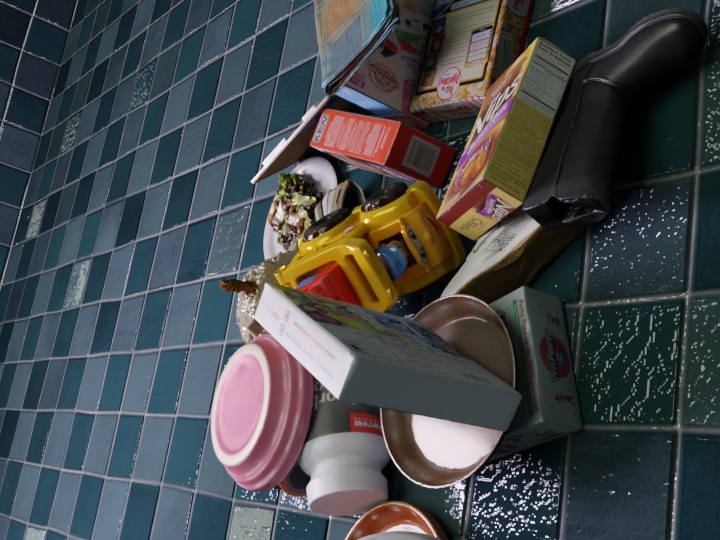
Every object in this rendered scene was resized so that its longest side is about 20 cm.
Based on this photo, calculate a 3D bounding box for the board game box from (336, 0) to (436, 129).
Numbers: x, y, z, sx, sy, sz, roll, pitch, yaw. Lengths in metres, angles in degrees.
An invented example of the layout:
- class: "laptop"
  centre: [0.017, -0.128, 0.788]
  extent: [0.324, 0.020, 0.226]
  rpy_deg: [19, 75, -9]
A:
- class: "board game box"
  centre: [0.046, -0.310, 1.220]
  extent: [0.040, 0.153, 0.201]
  rpy_deg: [-1, 73, 55]

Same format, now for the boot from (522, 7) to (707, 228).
- class: "boot"
  centre: [0.250, -0.145, 0.886]
  extent: [0.165, 0.066, 0.200]
  rpy_deg: [-27, 32, 59]

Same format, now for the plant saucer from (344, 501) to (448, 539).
- class: "plant saucer"
  centre: [0.039, 0.361, 1.006]
  extent: [0.200, 0.032, 0.201]
  rpy_deg: [-27, 54, 45]

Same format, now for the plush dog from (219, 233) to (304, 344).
- class: "plush dog"
  centre: [-0.131, 0.059, 1.300]
  extent: [0.172, 0.160, 0.201]
  rpy_deg: [122, 145, -59]

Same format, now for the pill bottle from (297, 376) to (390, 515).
- class: "pill bottle"
  centre: [-0.023, 0.187, 1.102]
  extent: [0.116, 0.116, 0.200]
  rpy_deg: [-37, 47, 39]

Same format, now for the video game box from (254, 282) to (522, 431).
- class: "video game box"
  centre: [0.022, 0.080, 0.854]
  extent: [0.182, 0.200, 0.047]
  rpy_deg: [38, 108, 54]

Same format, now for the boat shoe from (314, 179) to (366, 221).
- class: "boat shoe"
  centre: [-0.012, -0.049, 1.240]
  extent: [0.068, 0.075, 0.200]
  rpy_deg: [-51, 41, 27]

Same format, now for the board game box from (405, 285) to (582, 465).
- class: "board game box"
  centre: [0.131, 0.125, 0.967]
  extent: [0.200, 0.064, 0.148]
  rpy_deg: [-33, 50, 44]

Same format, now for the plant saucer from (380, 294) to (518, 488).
- class: "plant saucer"
  centre: [0.095, 0.125, 0.935]
  extent: [0.200, 0.032, 0.201]
  rpy_deg: [-28, 52, 44]

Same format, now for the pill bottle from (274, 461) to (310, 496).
- class: "pill bottle"
  centre: [-0.116, 0.225, 1.221]
  extent: [0.200, 0.106, 0.106]
  rpy_deg: [34, 102, 54]

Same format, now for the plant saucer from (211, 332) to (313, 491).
- class: "plant saucer"
  centre: [-0.130, 0.170, 1.120]
  extent: [0.200, 0.051, 0.201]
  rpy_deg: [-31, 51, 48]

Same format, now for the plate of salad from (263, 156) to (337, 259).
- class: "plate of salad"
  centre: [-0.104, -0.086, 1.409]
  extent: [0.200, 0.048, 0.201]
  rpy_deg: [-29, 51, 43]

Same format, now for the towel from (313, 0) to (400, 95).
- class: "towel"
  centre: [-0.013, -0.338, 1.162]
  extent: [0.147, 0.022, 0.200]
  rpy_deg: [-41, 43, 36]

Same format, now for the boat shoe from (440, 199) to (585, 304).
- class: "boat shoe"
  centre: [0.160, -0.020, 0.998]
  extent: [0.200, 0.071, 0.069]
  rpy_deg: [-43, 42, 21]

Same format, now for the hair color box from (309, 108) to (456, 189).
- class: "hair color box"
  centre: [0.026, -0.167, 1.222]
  extent: [0.200, 0.101, 0.061]
  rpy_deg: [26, 95, 56]

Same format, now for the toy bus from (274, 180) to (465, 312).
- class: "toy bus"
  centre: [0.000, 0.000, 1.057]
  extent: [0.200, 0.136, 0.192]
  rpy_deg: [-24, 11, 28]

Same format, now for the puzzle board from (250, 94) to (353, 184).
- class: "puzzle board"
  centre: [-0.074, -0.216, 1.370]
  extent: [0.017, 0.151, 0.200]
  rpy_deg: [49, 125, 2]

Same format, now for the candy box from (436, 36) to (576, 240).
- class: "candy box"
  centre: [0.159, -0.144, 0.993]
  extent: [0.200, 0.056, 0.117]
  rpy_deg: [-65, 10, -26]

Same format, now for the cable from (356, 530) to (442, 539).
- class: "cable"
  centre: [0.041, 0.359, 0.891]
  extent: [0.199, 0.069, 0.201]
  rpy_deg: [-15, 79, 9]

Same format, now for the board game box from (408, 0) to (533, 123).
- class: "board game box"
  centre: [0.145, -0.299, 1.170]
  extent: [0.151, 0.046, 0.201]
  rpy_deg: [3, 76, 54]
